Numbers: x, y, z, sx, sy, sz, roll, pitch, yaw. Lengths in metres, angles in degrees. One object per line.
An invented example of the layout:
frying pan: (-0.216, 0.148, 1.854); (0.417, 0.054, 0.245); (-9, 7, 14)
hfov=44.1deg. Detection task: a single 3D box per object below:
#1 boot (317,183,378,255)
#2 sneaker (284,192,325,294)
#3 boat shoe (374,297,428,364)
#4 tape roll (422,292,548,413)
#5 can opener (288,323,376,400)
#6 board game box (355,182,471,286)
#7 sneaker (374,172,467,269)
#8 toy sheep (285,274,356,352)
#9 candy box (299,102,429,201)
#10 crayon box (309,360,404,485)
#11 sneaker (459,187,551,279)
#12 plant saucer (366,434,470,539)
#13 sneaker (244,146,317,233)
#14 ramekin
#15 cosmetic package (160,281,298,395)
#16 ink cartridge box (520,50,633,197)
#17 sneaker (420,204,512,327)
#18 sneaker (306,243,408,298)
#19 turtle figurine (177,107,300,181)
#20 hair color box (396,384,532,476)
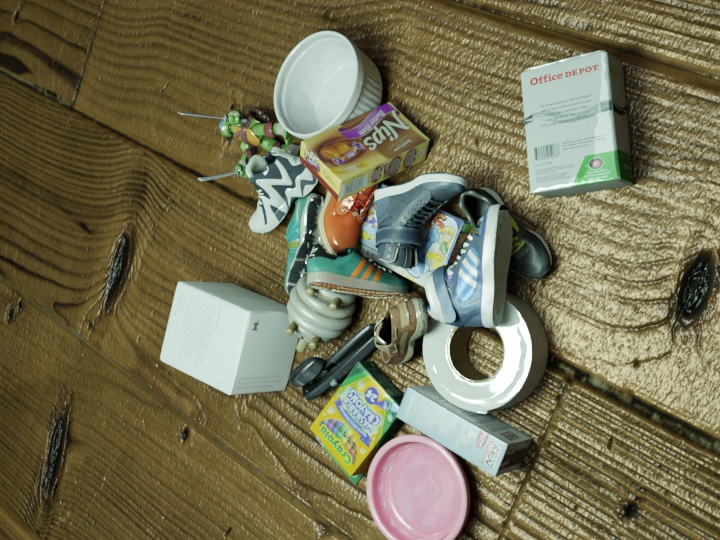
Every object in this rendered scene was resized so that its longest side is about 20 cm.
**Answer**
boot: (-0.017, -0.118, 1.598); (0.107, 0.075, 0.200); (-18, 61, 50)
sneaker: (-0.108, -0.049, 1.706); (0.080, 0.077, 0.200); (10, 87, 51)
boat shoe: (0.057, 0.106, 1.524); (0.200, 0.072, 0.076); (109, 151, -56)
tape roll: (0.205, 0.132, 1.473); (0.202, 0.071, 0.203); (-2, 86, 33)
can opener: (-0.038, 0.172, 1.643); (0.200, 0.079, 0.063); (-35, 61, 18)
board game box: (0.087, -0.061, 1.583); (0.200, 0.034, 0.136); (27, 102, 33)
sneaker: (0.100, -0.080, 1.491); (0.202, 0.077, 0.146); (-14, 69, 49)
toy sheep: (-0.075, 0.071, 1.630); (0.138, 0.138, 0.200); (47, 118, 27)
candy box: (0.008, -0.209, 1.553); (0.117, 0.200, 0.057); (48, 151, 26)
crayon box: (-0.007, 0.281, 1.620); (0.126, 0.052, 0.200); (45, 112, 27)
sneaker: (0.228, -0.059, 1.458); (0.200, 0.085, 0.075); (49, 114, 26)
plant saucer: (0.105, 0.384, 1.540); (0.200, 0.051, 0.201); (-3, 85, 34)
sneaker: (-0.184, -0.161, 1.699); (0.199, 0.129, 0.080); (-36, 32, 39)
ramekin: (-0.053, -0.328, 1.637); (0.200, 0.105, 0.201); (-10, 74, 36)
cosmetic package: (-0.248, 0.128, 1.723); (0.200, 0.165, 0.165); (20, 99, 34)
ink cartridge box: (0.339, -0.225, 1.393); (0.146, 0.083, 0.200); (-6, 85, 34)
sneaker: (0.158, -0.009, 1.421); (0.146, 0.081, 0.200); (7, 97, 31)
sneaker: (0.000, 0.000, 1.553); (0.071, 0.200, 0.080); (-21, 62, 56)
turtle figurine: (-0.219, -0.240, 1.726); (0.194, 0.200, 0.144); (11, 109, 25)
hair color box: (0.170, 0.260, 1.472); (0.200, 0.099, 0.061); (26, 102, 32)
